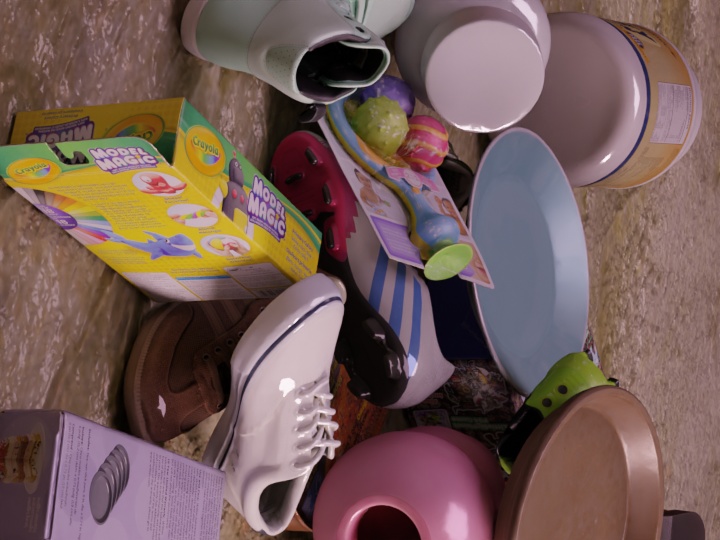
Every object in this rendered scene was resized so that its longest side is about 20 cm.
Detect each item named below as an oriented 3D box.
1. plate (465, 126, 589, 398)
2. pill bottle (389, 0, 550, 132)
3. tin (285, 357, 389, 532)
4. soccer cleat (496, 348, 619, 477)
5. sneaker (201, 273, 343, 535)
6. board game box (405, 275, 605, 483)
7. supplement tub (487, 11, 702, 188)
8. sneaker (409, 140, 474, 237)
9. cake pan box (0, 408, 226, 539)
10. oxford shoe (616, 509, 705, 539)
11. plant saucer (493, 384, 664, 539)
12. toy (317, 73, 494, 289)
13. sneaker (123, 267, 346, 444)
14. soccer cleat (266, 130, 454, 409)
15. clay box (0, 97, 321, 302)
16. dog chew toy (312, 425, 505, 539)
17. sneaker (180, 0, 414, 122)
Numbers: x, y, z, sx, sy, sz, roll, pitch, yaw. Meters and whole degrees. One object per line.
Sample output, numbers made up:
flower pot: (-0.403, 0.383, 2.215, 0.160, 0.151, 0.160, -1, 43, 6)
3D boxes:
plate: (0.117, -0.004, 1.609, 0.200, 0.025, 0.202, 19, 68, -58)
pill bottle: (0.075, -0.177, 1.569, 0.200, 0.112, 0.114, -99, 173, -62)
tin: (-0.026, 0.089, 1.512, 0.113, 0.042, 0.201, 69, 33, -40)
soccer cleat: (0.128, 0.132, 1.572, 0.081, 0.068, 0.201, -33, 154, -28)
sneaker: (-0.039, 0.083, 1.319, 0.073, 0.071, 0.201, -29, 154, -34)
board game box: (0.117, 0.095, 1.726, 0.160, 0.096, 0.201, -62, 140, -45)
supplement tub: (0.202, -0.142, 1.863, 0.200, 0.143, 0.146, -4, 91, -63)
sneaker: (0.048, -0.060, 1.609, 0.200, 0.089, 0.068, -32, 116, -60)
cake pan box: (-0.148, 0.194, 1.249, 0.184, 0.052, 0.202, 26, 65, -58)
oxford shoe: (0.175, 0.197, 1.598, 0.199, 0.071, 0.072, 17, 82, -54)
plant saucer: (0.145, 0.175, 1.474, 0.199, 0.029, 0.202, -14, 108, -52)
toy: (0.029, -0.084, 1.489, 0.115, 0.047, 0.201, 16, 43, -47)
sneaker: (-0.077, 0.042, 1.371, 0.200, 0.075, 0.071, -50, 131, -54)
soccer cleat: (0.000, 0.000, 1.484, 0.086, 0.070, 0.202, -6, 71, -52)
clay box: (-0.116, -0.043, 1.256, 0.200, 0.114, 0.048, 46, 48, -53)
dog chew toy: (0.044, 0.161, 1.487, 0.200, 0.123, 0.126, -25, 110, -71)
sneaker: (-0.008, -0.149, 1.425, 0.200, 0.118, 0.074, -18, 129, -45)
